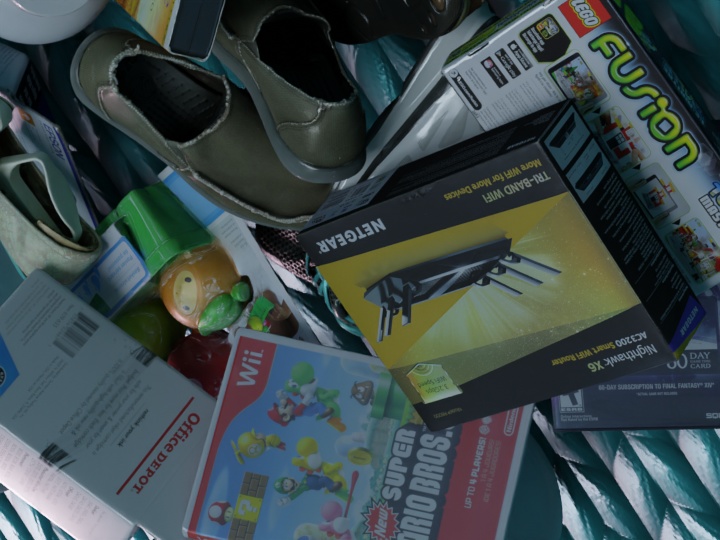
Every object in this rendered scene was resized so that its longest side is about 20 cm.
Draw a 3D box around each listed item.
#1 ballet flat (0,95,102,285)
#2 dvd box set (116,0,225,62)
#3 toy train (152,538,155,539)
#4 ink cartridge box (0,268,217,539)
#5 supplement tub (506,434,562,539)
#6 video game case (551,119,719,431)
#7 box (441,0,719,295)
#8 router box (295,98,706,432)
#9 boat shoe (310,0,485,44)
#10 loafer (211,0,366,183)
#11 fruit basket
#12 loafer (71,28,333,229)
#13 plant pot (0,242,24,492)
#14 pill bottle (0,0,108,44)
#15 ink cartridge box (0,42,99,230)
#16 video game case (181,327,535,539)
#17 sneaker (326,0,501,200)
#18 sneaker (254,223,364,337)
[{"bbox_3d":[-0.240,-0.080,1.534,0.062,0.067,0.200,-26,107,33],"label":"ballet flat"},{"bbox_3d":[-0.112,-0.222,1.435,0.200,0.029,0.147,-133,57,-65],"label":"dvd box set"},{"bbox_3d":[-0.092,0.154,1.690,0.114,0.087,0.200,46,130,-4],"label":"toy train"},{"bbox_3d":[-0.172,0.107,1.510,0.200,0.116,0.067,37,142,1],"label":"ink cartridge box"},{"bbox_3d":[0.028,0.178,1.569,0.200,0.122,0.123,-31,92,34],"label":"supplement tub"},{"bbox_3d":[0.181,0.006,1.417,0.142,0.019,0.201,-2,114,13],"label":"video game case"},{"bbox_3d":[0.150,-0.071,1.360,0.110,0.035,0.200,-31,103,23],"label":"box"},{"bbox_3d":[0.081,0.002,1.374,0.200,0.052,0.157,-21,111,42],"label":"router box"},{"bbox_3d":[0.021,-0.186,1.434,0.200,0.074,0.076,18,135,54],"label":"boat shoe"},{"bbox_3d":[-0.046,-0.147,1.427,0.200,0.075,0.070,57,150,28],"label":"loafer"},{"bbox_3d":[-0.119,0.046,1.575,0.185,0.094,0.200,-41,70,37],"label":"fruit basket"},{"bbox_3d":[-0.094,-0.086,1.481,0.200,0.070,0.075,28,88,-16],"label":"loafer"},{"bbox_3d":[-0.297,0.079,1.690,0.201,0.161,0.201,57,169,18],"label":"plant pot"},{"bbox_3d":[-0.223,-0.207,1.522,0.200,0.111,0.111,26,136,69],"label":"pill bottle"},{"bbox_3d":[-0.256,-0.098,1.652,0.200,0.041,0.200,28,155,23],"label":"ink cartridge box"},{"bbox_3d":[0.001,0.123,1.467,0.199,0.143,0.017,12,158,6],"label":"video game case"},{"bbox_3d":[0.060,-0.058,1.445,0.115,0.076,0.201,37,108,11],"label":"sneaker"},{"bbox_3d":[0.000,0.000,1.530,0.200,0.091,0.078,19,122,33],"label":"sneaker"}]
